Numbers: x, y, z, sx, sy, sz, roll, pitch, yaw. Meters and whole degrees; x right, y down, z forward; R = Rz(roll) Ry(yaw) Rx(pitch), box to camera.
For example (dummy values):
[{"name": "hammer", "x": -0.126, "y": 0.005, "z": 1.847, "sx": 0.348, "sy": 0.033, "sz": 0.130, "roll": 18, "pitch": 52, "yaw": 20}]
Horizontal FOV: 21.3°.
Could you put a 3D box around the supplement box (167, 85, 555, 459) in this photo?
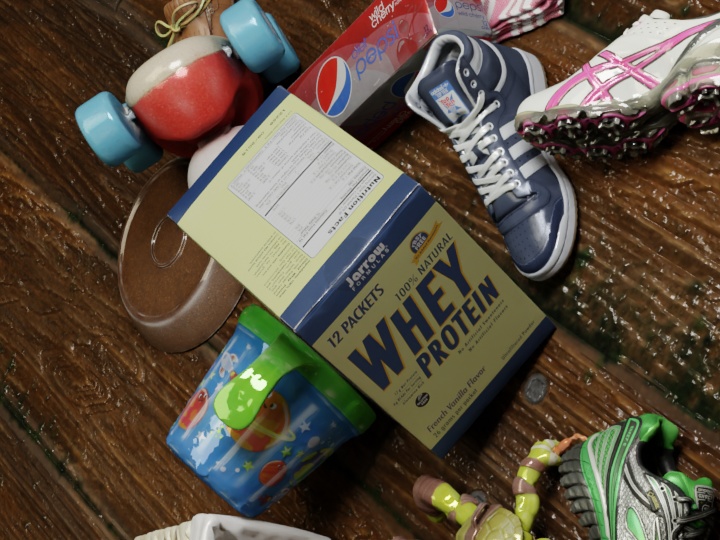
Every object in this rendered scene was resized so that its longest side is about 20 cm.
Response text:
[{"name": "supplement box", "x": 0.000, "y": 0.000, "z": 1.429, "sx": 0.134, "sy": 0.200, "sz": 0.200, "roll": -49, "pitch": 41, "yaw": -2}]

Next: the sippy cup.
[{"name": "sippy cup", "x": -0.078, "y": 0.119, "z": 1.510, "sx": 0.130, "sy": 0.178, "sz": 0.139, "roll": -48, "pitch": 41, "yaw": -6}]

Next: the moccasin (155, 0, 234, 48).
[{"name": "moccasin", "x": -0.157, "y": -0.244, "z": 1.820, "sx": 0.073, "sy": 0.077, "sz": 0.203, "roll": -10, "pitch": 68, "yaw": 46}]

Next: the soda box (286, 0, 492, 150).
[{"name": "soda box", "x": 0.021, "y": -0.167, "z": 1.565, "sx": 0.200, "sy": 0.063, "sz": 0.070, "roll": -39, "pitch": 59, "yaw": 45}]

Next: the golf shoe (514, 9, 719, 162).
[{"name": "golf shoe", "x": 0.201, "y": -0.136, "z": 1.372, "sx": 0.199, "sy": 0.073, "sz": 0.093, "roll": -12, "pitch": 60, "yaw": 33}]

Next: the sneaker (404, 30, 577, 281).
[{"name": "sneaker", "x": 0.096, "y": -0.091, "z": 1.443, "sx": 0.070, "sy": 0.108, "sz": 0.201, "roll": -32, "pitch": 53, "yaw": 38}]

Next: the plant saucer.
[{"name": "plant saucer", "x": -0.168, "y": -0.025, "z": 1.785, "sx": 0.200, "sy": 0.034, "sz": 0.202, "roll": -23, "pitch": 59, "yaw": 43}]

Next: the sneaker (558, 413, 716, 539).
[{"name": "sneaker", "x": 0.197, "y": 0.179, "z": 1.249, "sx": 0.085, "sy": 0.078, "sz": 0.201, "roll": -40, "pitch": 50, "yaw": 27}]

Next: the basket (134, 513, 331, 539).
[{"name": "basket", "x": -0.111, "y": 0.304, "z": 1.514, "sx": 0.123, "sy": 0.135, "sz": 0.201, "roll": -16, "pitch": 64, "yaw": 47}]

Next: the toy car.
[{"name": "toy car", "x": -0.114, "y": -0.101, "z": 1.683, "sx": 0.184, "sy": 0.177, "sz": 0.201, "roll": -32, "pitch": 86, "yaw": 5}]

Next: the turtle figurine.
[{"name": "turtle figurine", "x": 0.088, "y": 0.206, "z": 1.373, "sx": 0.161, "sy": 0.064, "sz": 0.201, "roll": 4, "pitch": 79, "yaw": 50}]

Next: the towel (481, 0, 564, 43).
[{"name": "towel", "x": 0.092, "y": -0.252, "z": 1.573, "sx": 0.199, "sy": 0.030, "sz": 0.147, "roll": -17, "pitch": 63, "yaw": 45}]
